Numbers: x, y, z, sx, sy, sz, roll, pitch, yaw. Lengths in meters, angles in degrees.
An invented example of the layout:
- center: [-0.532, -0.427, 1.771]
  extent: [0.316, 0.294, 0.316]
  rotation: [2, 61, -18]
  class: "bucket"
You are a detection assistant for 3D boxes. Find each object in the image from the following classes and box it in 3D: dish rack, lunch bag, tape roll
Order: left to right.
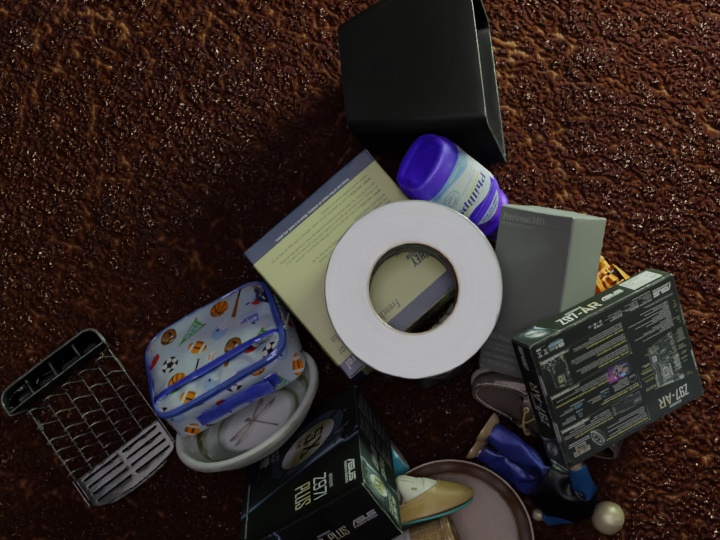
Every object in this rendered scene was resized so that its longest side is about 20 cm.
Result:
- center: [-0.342, 0.194, 1.277]
  extent: [0.153, 0.055, 0.200]
  rotation: [-38, 81, -2]
  class: "dish rack"
- center: [-0.166, 0.108, 1.230]
  extent: [0.200, 0.076, 0.160]
  rotation: [-30, 39, 6]
  class: "lunch bag"
- center: [0.060, 0.024, 1.139]
  extent: [0.199, 0.066, 0.201]
  rotation: [0, 83, 2]
  class: "tape roll"

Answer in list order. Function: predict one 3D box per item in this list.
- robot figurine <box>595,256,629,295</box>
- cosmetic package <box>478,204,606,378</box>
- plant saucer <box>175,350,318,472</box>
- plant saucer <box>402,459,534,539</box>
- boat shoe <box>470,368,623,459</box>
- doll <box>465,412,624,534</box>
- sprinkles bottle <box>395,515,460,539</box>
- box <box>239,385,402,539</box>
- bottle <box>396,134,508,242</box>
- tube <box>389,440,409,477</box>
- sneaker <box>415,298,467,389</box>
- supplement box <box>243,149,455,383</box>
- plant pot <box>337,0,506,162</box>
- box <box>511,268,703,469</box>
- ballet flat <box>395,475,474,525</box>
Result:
- center: [0.311, 0.073, 1.242]
  extent: [0.145, 0.058, 0.200]
  rotation: [-31, 72, -17]
  class: "robot figurine"
- center: [0.217, 0.025, 1.191]
  extent: [0.107, 0.090, 0.201]
  rotation: [11, 101, 41]
  class: "cosmetic package"
- center: [-0.130, 0.180, 1.222]
  extent: [0.200, 0.200, 0.050]
  rotation: [-34, 118, -2]
  class: "plant saucer"
- center: [0.114, 0.334, 1.233]
  extent: [0.199, 0.034, 0.201]
  rotation: [-1, 83, 8]
  class: "plant saucer"
- center: [0.229, 0.177, 1.233]
  extent: [0.199, 0.072, 0.060]
  rotation: [20, 48, 2]
  class: "boat shoe"
- center: [0.230, 0.255, 1.212]
  extent: [0.200, 0.137, 0.048]
  rotation: [34, 45, 13]
  class: "doll"
- center: [0.024, 0.356, 1.193]
  extent: [0.199, 0.068, 0.068]
  rotation: [-22, 81, 5]
  class: "sprinkles bottle"
- center: [-0.048, 0.251, 1.158]
  extent: [0.163, 0.200, 0.086]
  rotation: [-30, 113, 11]
  class: "box"
- center: [0.128, -0.092, 1.229]
  extent: [0.065, 0.200, 0.084]
  rotation: [29, 88, 45]
  class: "bottle"
- center: [-0.031, 0.288, 1.253]
  extent: [0.200, 0.050, 0.078]
  rotation: [-38, 74, 2]
  class: "tube"
- center: [0.129, 0.078, 1.263]
  extent: [0.066, 0.091, 0.200]
  rotation: [40, 59, 14]
  class: "sneaker"
- center: [0.000, 0.000, 1.247]
  extent: [0.200, 0.134, 0.200]
  rotation: [-41, 81, -3]
  class: "supplement box"
- center: [0.076, -0.242, 1.260]
  extent: [0.177, 0.199, 0.201]
  rotation: [-7, 81, 13]
  class: "plant pot"
- center: [0.286, 0.110, 1.142]
  extent: [0.200, 0.044, 0.161]
  rotation: [-25, 108, -15]
  class: "box"
- center: [0.036, 0.281, 1.197]
  extent: [0.199, 0.069, 0.063]
  rotation: [-22, 91, 4]
  class: "ballet flat"
